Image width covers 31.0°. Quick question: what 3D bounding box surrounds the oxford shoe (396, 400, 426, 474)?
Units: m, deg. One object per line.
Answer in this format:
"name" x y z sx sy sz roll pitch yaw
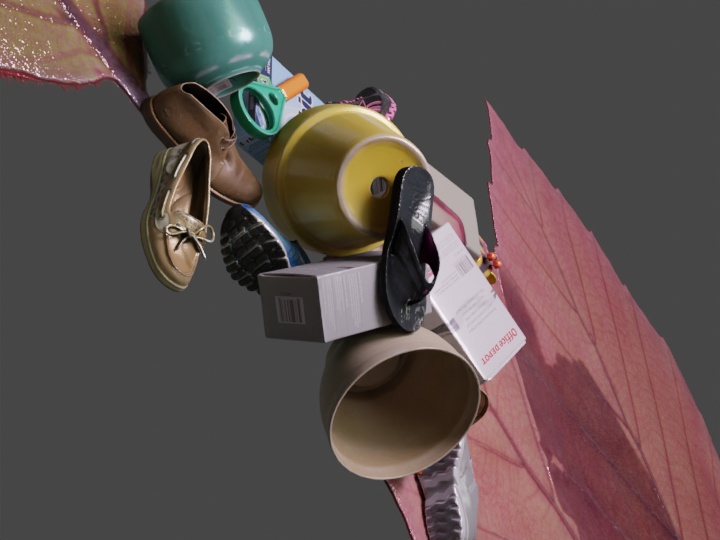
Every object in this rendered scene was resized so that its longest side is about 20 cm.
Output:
"oxford shoe" 0.057 0.185 1.745 0.071 0.072 0.200 79 8 -50

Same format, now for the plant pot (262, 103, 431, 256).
"plant pot" -0.006 -0.112 1.661 0.201 0.201 0.189 54 -13 -18

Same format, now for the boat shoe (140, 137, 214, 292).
"boat shoe" -0.207 -0.069 1.503 0.073 0.063 0.200 34 41 -45

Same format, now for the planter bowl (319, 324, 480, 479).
"planter bowl" 0.031 0.142 1.629 0.200 0.200 0.135 39 10 -39

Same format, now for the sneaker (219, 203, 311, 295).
"sneaker" -0.110 -0.011 1.627 0.200 0.078 0.090 55 18 -35

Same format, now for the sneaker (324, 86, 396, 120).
"sneaker" -0.010 -0.220 1.872 0.095 0.079 0.200 41 31 -20

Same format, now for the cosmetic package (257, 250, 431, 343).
"cosmetic package" -0.015 0.029 1.573 0.200 0.107 0.090 -17 103 -48

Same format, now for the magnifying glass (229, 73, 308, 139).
"magnifying glass" -0.116 -0.230 1.739 0.080 0.022 0.200 58 27 -8

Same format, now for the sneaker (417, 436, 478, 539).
"sneaker" 0.122 0.286 1.775 0.082 0.075 0.200 31 54 -55

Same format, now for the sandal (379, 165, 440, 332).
"sandal" 0.064 -0.026 1.548 0.075 0.048 0.201 7 84 -44

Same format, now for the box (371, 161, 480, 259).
"box" 0.068 -0.079 1.909 0.200 0.128 0.109 33 41 -44

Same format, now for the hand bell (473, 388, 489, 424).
"hand bell" 0.109 0.127 1.883 0.104 0.104 0.200 37 25 -41

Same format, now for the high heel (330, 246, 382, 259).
"high heel" 0.000 0.000 1.761 0.067 0.096 0.200 59 28 -9

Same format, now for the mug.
"mug" -0.175 -0.284 1.629 0.185 0.152 0.115 -19 84 -43

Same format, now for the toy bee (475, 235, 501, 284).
"toy bee" 0.177 -0.008 2.057 0.131 0.109 0.200 35 39 -45

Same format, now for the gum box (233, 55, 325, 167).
"gum box" -0.095 -0.193 1.814 0.200 0.045 0.170 40 35 -39

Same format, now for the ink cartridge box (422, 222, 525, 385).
"ink cartridge box" 0.116 0.056 1.760 0.200 0.083 0.146 56 37 -1

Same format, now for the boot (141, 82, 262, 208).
"boot" -0.177 -0.152 1.612 0.200 0.075 0.074 46 31 -33
